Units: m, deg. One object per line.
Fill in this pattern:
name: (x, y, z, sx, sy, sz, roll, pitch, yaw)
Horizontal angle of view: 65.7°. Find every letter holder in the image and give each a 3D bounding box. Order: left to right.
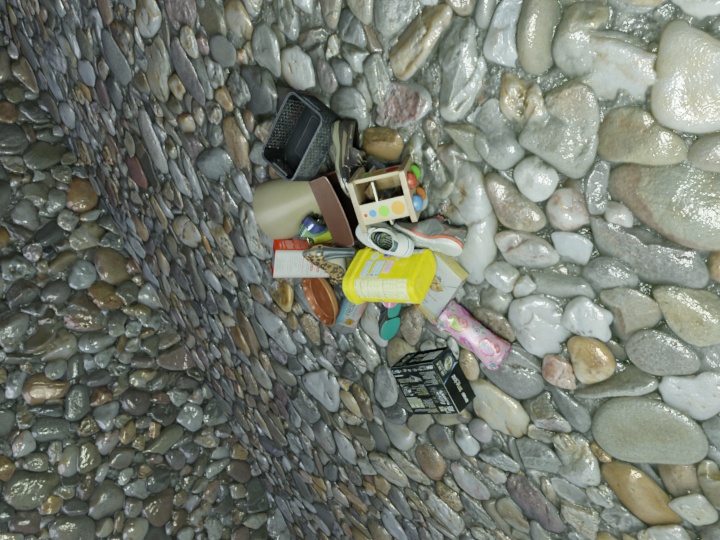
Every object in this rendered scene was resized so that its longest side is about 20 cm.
letter holder: (-0.028, -0.176, 1.501, 0.141, 0.100, 0.202, -8, 109, 50)

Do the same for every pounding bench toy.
pounding bench toy: (0.078, -0.200, 1.350, 0.154, 0.200, 0.126, -10, 114, 19)

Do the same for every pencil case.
pencil case: (0.279, 0.161, 1.392, 0.199, 0.087, 0.088, 38, 140, 20)

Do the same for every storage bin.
storage bin: (-0.157, -0.349, 1.472, 0.135, 0.093, 0.201, 42, 117, 20)

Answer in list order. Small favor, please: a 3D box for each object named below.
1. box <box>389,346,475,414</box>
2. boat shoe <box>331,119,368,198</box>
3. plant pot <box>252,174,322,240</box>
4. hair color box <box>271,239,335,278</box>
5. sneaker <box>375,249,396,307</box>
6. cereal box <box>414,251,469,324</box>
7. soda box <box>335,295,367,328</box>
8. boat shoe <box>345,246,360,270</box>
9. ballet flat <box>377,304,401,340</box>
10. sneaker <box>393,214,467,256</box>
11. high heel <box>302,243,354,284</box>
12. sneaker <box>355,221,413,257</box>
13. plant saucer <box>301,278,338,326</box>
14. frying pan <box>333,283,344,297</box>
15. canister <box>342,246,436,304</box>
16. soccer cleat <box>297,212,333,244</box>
box: (0.204, 0.320, 1.600, 0.199, 0.086, 0.165, -23, 97, 54)
boat shoe: (-0.022, -0.284, 1.405, 0.072, 0.074, 0.203, -9, 93, 22)
plant pot: (-0.178, -0.200, 1.614, 0.198, 0.187, 0.189, -16, 104, 38)
hair color box: (-0.163, -0.035, 1.668, 0.062, 0.197, 0.102, -111, 27, -51)
sneaker: (0.063, 0.003, 1.523, 0.087, 0.073, 0.203, 156, 106, -66)
cereal box: (0.185, 0.029, 1.448, 0.144, 0.039, 0.201, 46, 143, 20)
soda box: (-0.018, 0.093, 1.695, 0.068, 0.064, 0.201, 18, 138, -6)
boat shoe: (0.000, 0.000, 1.582, 0.201, 0.072, 0.065, 59, -170, 28)
ballet flat: (0.084, 0.122, 1.623, 0.073, 0.073, 0.201, 38, 146, 24)
sneaker: (0.173, -0.095, 1.349, 0.198, 0.082, 0.077, 19, 161, 34)
high heel: (-0.107, -0.014, 1.556, 0.200, 0.141, 0.072, 120, 146, -58)
sneaker: (0.044, -0.086, 1.357, 0.199, 0.070, 0.074, 22, 96, 49)
plant saucer: (-0.129, 0.088, 1.847, 0.200, 0.032, 0.202, 42, 145, 38)
frying pan: (-0.043, 0.022, 1.726, 0.115, 0.031, 0.191, 41, 143, 21)
canister: (0.073, 0.013, 1.371, 0.198, 0.149, 0.087, 0, 137, 36)
soccer cleat: (-0.115, -0.105, 1.593, 0.065, 0.200, 0.084, 43, 98, 24)
